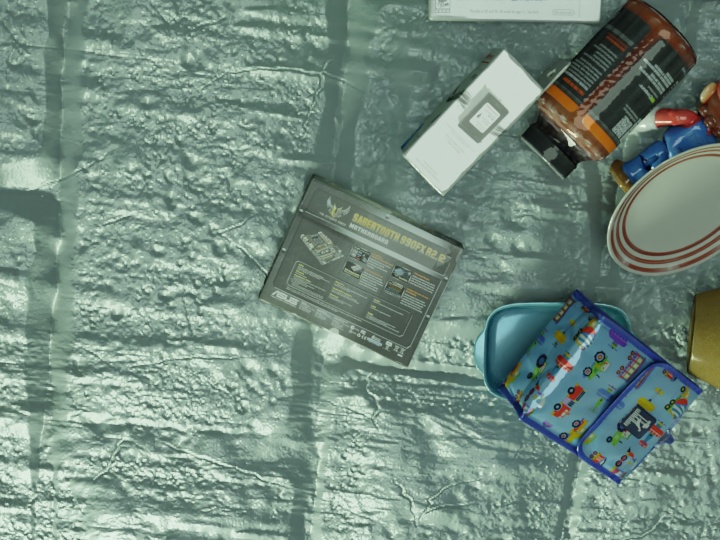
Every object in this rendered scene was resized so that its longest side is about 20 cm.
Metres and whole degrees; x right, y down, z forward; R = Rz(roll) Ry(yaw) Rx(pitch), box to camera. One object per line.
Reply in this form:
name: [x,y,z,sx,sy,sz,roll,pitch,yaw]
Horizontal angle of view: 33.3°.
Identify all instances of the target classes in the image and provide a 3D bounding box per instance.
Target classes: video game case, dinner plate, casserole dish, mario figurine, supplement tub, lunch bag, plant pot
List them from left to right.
video game case: [0.177,-0.374,1.361,0.198,0.024,0.184,1,101,0]
casserole dish: [0.233,0.094,1.444,0.198,0.039,0.123,1,101,1]
supplement tub: [0.272,-0.199,1.352,0.107,0.107,0.200,43,98,-7]
lunch bag: [0.288,0.147,1.402,0.199,0.094,0.151,35,98,-19]
dinner plate: [0.370,-0.072,1.373,0.198,0.024,0.201,-13,137,-12]
mario figurine: [0.389,-0.154,1.390,0.200,0.106,0.123,-41,135,18]
plant pot: [0.481,0.083,1.382,0.198,0.186,0.189,6,101,11]

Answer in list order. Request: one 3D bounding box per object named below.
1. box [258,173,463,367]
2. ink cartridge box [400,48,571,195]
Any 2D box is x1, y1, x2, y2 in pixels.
box: [0.000,0.000,1.421,0.198,0.048,0.160,24,99,-5]
ink cartridge box: [0.136,-0.183,1.351,0.067,0.116,0.200,43,98,-6]
